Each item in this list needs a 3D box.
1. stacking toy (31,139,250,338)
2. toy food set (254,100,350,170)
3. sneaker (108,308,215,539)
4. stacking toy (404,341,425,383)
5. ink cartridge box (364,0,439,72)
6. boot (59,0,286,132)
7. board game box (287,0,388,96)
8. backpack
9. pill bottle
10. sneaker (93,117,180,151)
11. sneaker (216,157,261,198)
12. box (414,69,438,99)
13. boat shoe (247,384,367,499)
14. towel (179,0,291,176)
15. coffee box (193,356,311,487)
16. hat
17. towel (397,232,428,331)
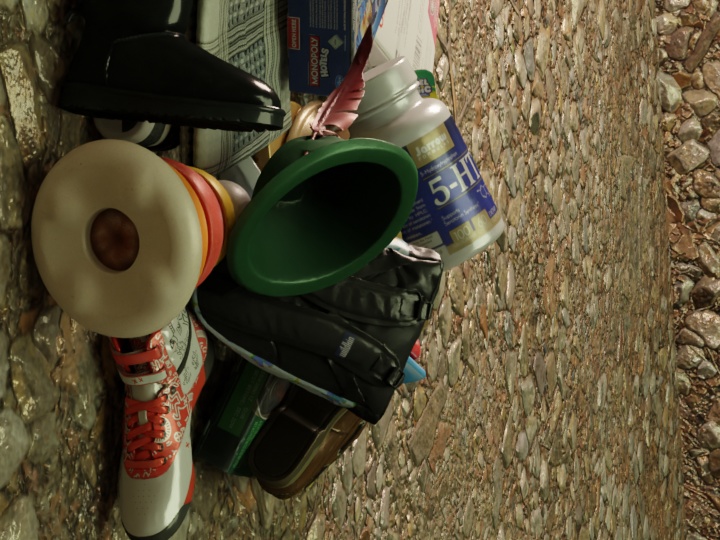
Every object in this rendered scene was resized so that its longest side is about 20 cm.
[{"bbox_3d":[-0.147,-0.037,1.352,0.200,0.145,0.148,-23,112,-64],"label":"stacking toy"},{"bbox_3d":[-0.049,-0.070,1.752,0.200,0.048,0.200,-15,105,-69],"label":"toy food set"},{"bbox_3d":[-0.174,0.111,1.411,0.108,0.067,0.203,59,34,-52],"label":"sneaker"},{"bbox_3d":[0.028,0.008,1.821,0.110,0.115,0.202,44,61,-64],"label":"stacking toy"},{"bbox_3d":[0.015,-0.278,1.863,0.200,0.082,0.148,42,52,-63],"label":"ink cartridge box"},{"bbox_3d":[-0.140,-0.193,1.322,0.073,0.197,0.164,13,85,-68],"label":"boot"},{"bbox_3d":[-0.012,-0.288,1.555,0.200,0.061,0.202,-65,160,-58],"label":"board game box"},{"bbox_3d":[-0.056,0.019,1.498,0.199,0.154,0.164,17,99,-25],"label":"backpack"},{"bbox_3d":[0.050,-0.103,1.735,0.201,0.119,0.120,62,28,-11],"label":"pill bottle"},{"bbox_3d":[-0.167,-0.198,1.427,0.112,0.072,0.202,10,90,-72],"label":"sneaker"},{"bbox_3d":[-0.109,-0.031,1.576,0.073,0.084,0.201,-161,-133,-81],"label":"sneaker"},{"bbox_3d":[0.032,-0.113,1.866,0.048,0.116,0.202,-117,-160,-68],"label":"box"},{"bbox_3d":[-0.025,0.122,1.595,0.200,0.072,0.068,-45,151,-10],"label":"boat shoe"},{"bbox_3d":[-0.096,-0.188,1.459,0.192,0.034,0.202,-38,134,-60],"label":"towel"},{"bbox_3d":[-0.073,0.137,1.644,0.124,0.044,0.200,-63,157,-2],"label":"coffee box"},{"bbox_3d":[-0.059,-0.097,1.422,0.199,0.166,0.177,4,42,-46],"label":"hat"},{"bbox_3d":[0.000,0.000,1.650,0.147,0.022,0.201,-43,123,-47],"label":"towel"}]
